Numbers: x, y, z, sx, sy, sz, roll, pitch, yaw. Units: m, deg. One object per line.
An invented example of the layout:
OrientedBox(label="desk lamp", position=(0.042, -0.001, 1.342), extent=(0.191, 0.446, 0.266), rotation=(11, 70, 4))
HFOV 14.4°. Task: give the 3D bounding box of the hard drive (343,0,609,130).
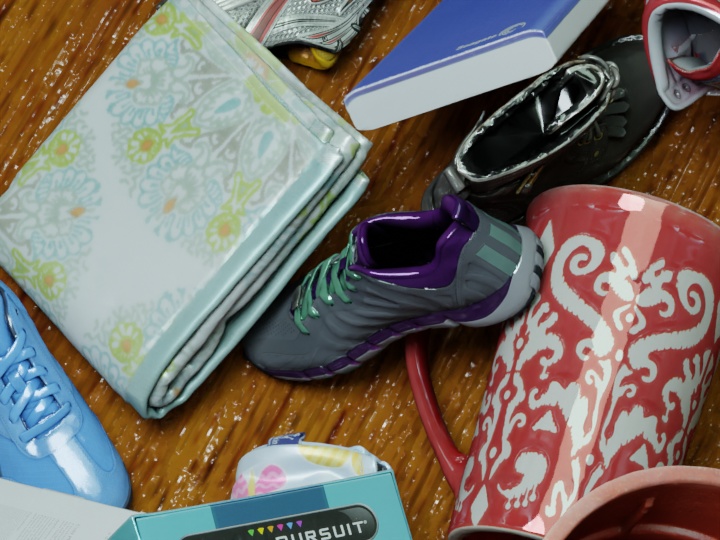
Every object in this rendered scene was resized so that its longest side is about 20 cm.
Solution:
OrientedBox(label="hard drive", position=(0.085, -0.146, 1.628), extent=(0.131, 0.025, 0.200), rotation=(-17, 18, 31))

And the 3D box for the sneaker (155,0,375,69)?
OrientedBox(label="sneaker", position=(-0.023, -0.165, 1.713), extent=(0.199, 0.078, 0.083), rotation=(-26, 93, -18))

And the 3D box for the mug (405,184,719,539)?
OrientedBox(label="mug", position=(0.114, 0.075, 1.575), extent=(0.133, 0.177, 0.201), rotation=(33, 64, -33))

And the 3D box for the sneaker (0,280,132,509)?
OrientedBox(label="sneaker", position=(-0.199, 0.060, 1.586), extent=(0.066, 0.079, 0.200), rotation=(-32, 69, -18))

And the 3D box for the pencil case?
OrientedBox(label="pencil case", position=(-0.028, 0.192, 1.517), extent=(0.090, 0.083, 0.201), rotation=(-5, 63, 18))

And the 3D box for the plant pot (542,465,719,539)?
OrientedBox(label="plant pot", position=(0.126, 0.219, 1.349), extent=(0.200, 0.195, 0.202), rotation=(9, 64, -18))

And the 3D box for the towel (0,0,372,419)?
OrientedBox(label="towel", position=(-0.105, -0.041, 1.611), extent=(0.200, 0.048, 0.171), rotation=(-48, 58, 5))

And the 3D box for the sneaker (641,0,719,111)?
OrientedBox(label="sneaker", position=(0.233, -0.115, 1.633), extent=(0.200, 0.071, 0.113), rotation=(38, 39, -20))

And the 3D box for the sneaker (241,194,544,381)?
OrientedBox(label="sneaker", position=(0.000, 0.000, 1.565), extent=(0.199, 0.087, 0.075), rotation=(-19, 52, 32))

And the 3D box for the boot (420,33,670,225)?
OrientedBox(label="boot", position=(0.119, -0.084, 1.602), extent=(0.200, 0.174, 0.069), rotation=(-38, 85, -15))

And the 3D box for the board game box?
OrientedBox(label="board game box", position=(-0.029, 0.212, 1.428), extent=(0.150, 0.047, 0.201), rotation=(-8, 71, -28))

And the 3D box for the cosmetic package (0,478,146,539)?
OrientedBox(label="cosmetic package", position=(-0.197, 0.207, 1.482), extent=(0.150, 0.052, 0.200), rotation=(6, 54, 49))
